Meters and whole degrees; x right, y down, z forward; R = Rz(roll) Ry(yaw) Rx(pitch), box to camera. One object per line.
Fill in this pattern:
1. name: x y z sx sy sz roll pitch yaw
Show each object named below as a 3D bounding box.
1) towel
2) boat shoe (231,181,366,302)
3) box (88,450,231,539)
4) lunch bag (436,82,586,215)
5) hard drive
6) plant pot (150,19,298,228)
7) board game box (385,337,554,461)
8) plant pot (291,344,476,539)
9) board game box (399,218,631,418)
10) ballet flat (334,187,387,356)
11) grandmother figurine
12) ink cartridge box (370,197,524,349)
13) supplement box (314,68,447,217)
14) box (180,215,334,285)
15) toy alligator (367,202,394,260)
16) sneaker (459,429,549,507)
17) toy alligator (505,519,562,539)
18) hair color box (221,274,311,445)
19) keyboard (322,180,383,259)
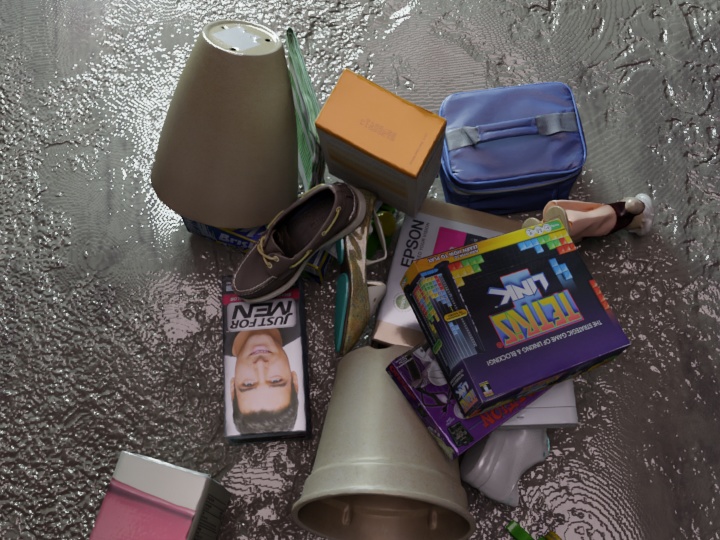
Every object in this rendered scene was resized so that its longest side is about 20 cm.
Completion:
1. towel: -0.072 -0.181 1.132 0.023 0.200 0.154 -14 70 -9
2. boat shoe: -0.084 -0.033 1.048 0.199 0.059 0.072 -36 67 21
3. box: -0.234 0.318 0.993 0.108 0.128 0.202 14 70 8
4. lunch bag: 0.181 -0.157 1.149 0.198 0.133 0.137 -9 69 -2
5. hard drive: 0.173 0.080 1.040 0.130 0.027 0.202 -2 70 -2
6. plant pot: -0.153 -0.187 1.081 0.185 0.201 0.188 8 38 -6
7. board game box: 0.138 0.102 0.977 0.199 0.032 0.121 -30 78 -28
8. plant pot: 0.032 0.193 1.011 0.198 0.201 0.185 3 58 3
9. board game box: 0.165 0.046 0.968 0.198 0.057 0.166 -17 67 -24
10. ballet flat: 0.000 0.000 1.072 0.070 0.071 0.203 -2 84 2
11. grandmother figurine: 0.296 -0.064 1.108 0.199 0.121 0.061 -10 87 -38
12. ink cartridge box: 0.114 0.024 1.116 0.163 0.075 0.202 14 71 6
13. supplement box: 0.025 -0.139 1.024 0.125 0.200 0.074 28 83 6
14. box: -0.127 -0.056 1.161 0.198 0.064 0.071 22 72 9
15. toy alligator: 0.023 -0.099 1.173 0.059 0.054 0.202 -10 69 37
16. sneaker: 0.196 0.182 1.067 0.088 0.075 0.201 35 70 -7
17. toy alligator: 0.236 0.357 0.999 0.059 0.054 0.200 -38 73 -11
18. hair color box: -0.115 0.106 1.103 0.098 0.061 0.202 -5 70 1
19. keyboard: 0.011 -0.108 1.124 0.056 0.011 0.201 32 81 14
